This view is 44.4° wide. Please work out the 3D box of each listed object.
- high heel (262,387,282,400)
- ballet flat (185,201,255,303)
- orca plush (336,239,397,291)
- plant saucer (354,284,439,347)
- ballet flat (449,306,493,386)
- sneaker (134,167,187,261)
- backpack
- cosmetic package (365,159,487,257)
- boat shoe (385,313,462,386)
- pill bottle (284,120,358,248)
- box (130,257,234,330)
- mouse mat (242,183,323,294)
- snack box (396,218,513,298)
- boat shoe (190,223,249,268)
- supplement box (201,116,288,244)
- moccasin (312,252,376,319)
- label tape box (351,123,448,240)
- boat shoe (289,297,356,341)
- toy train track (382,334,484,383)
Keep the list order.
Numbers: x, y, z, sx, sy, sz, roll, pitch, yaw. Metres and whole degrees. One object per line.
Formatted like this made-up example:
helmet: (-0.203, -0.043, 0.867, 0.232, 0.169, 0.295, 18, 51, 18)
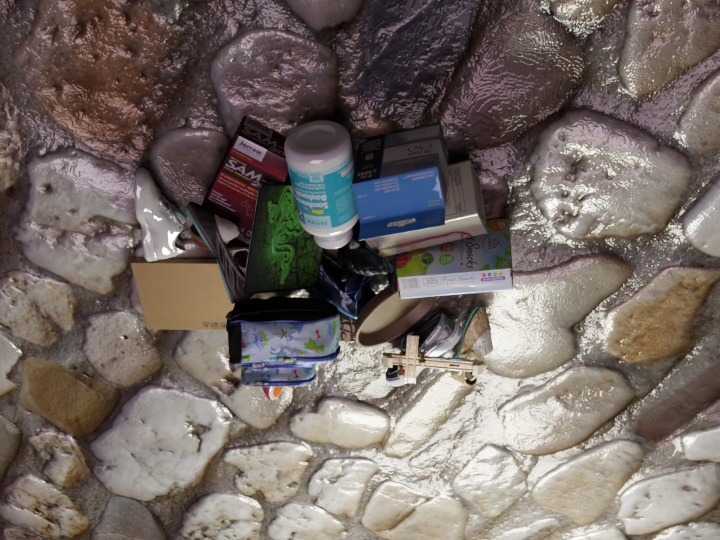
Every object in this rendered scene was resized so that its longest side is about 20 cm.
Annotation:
high heel: (-0.205, 0.188, 1.826, 0.095, 0.067, 0.202, 27, 140, 22)
ballet flat: (-0.232, -0.039, 1.531, 0.067, 0.068, 0.203, -25, 113, -4)
orca plush: (0.000, 0.000, 1.531, 0.072, 0.199, 0.105, -51, 130, -4)
plant saucer: (0.068, 0.069, 1.627, 0.198, 0.030, 0.201, -29, 155, -14)
ballet flat: (0.227, 0.154, 1.719, 0.065, 0.070, 0.202, 39, 144, 25)
sneaker: (-0.356, -0.104, 1.581, 0.086, 0.076, 0.202, -5, 137, -6)
backpack: (-0.133, 0.125, 1.588, 0.195, 0.183, 0.151, -3, 101, -1)
cosmetic package: (0.106, -0.101, 1.483, 0.196, 0.106, 0.087, -11, 156, 18)
boat shoe: (0.109, 0.153, 1.734, 0.067, 0.072, 0.199, 36, 124, -23)
pill bottle: (-0.058, -0.134, 1.450, 0.108, 0.112, 0.203, -2, 132, 8)
box: (-0.337, 0.047, 1.722, 0.195, 0.021, 0.166, 1, 125, 8)
mouse mat: (-0.123, -0.055, 1.530, 0.158, 0.007, 0.204, -5, 116, -37)
snack box: (0.164, -0.022, 1.529, 0.195, 0.144, 0.054, -4, 130, 11)
boat shoe: (-0.216, -0.037, 1.609, 0.196, 0.073, 0.069, 12, 130, -4)
supplement box: (-0.195, -0.151, 1.517, 0.107, 0.062, 0.201, 24, 128, -13)
moccasin: (-0.030, 0.029, 1.637, 0.198, 0.081, 0.068, 29, 130, -19)
label tape box: (0.064, -0.144, 1.398, 0.141, 0.202, 0.064, -10, 127, 15)
boat shoe: (-0.072, 0.086, 1.704, 0.195, 0.068, 0.074, 11, 102, 0)
toy train track: (0.138, 0.184, 1.691, 0.195, 0.033, 0.117, 4, 123, 4)
